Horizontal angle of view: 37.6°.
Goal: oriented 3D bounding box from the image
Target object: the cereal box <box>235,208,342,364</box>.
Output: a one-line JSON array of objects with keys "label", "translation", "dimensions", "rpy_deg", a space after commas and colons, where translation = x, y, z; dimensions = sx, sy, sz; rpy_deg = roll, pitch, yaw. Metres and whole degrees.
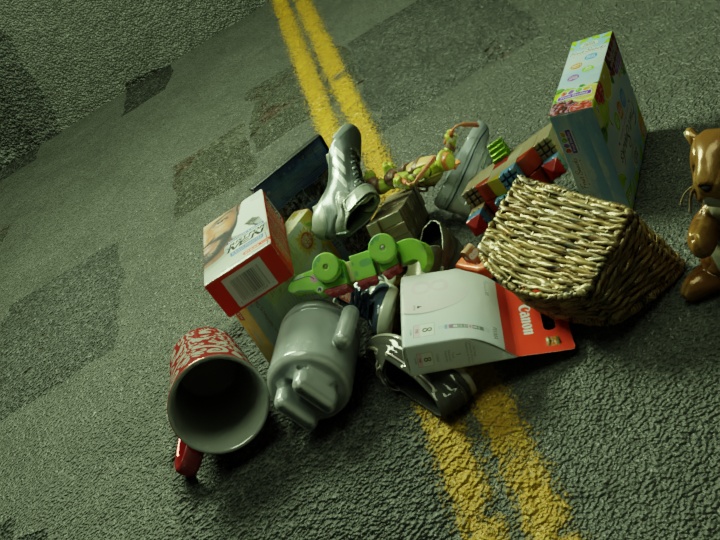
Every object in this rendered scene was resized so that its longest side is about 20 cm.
[{"label": "cereal box", "translation": [-0.100, 0.028, 1.551], "dimensions": [0.039, 0.145, 0.201], "rpy_deg": [-5, 37, 43]}]

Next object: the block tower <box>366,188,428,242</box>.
[{"label": "block tower", "translation": [0.060, -0.077, 1.592], "dimensions": [0.057, 0.055, 0.200], "rpy_deg": [-24, 11, 18]}]

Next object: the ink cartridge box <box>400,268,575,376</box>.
[{"label": "ink cartridge box", "translation": [0.148, 0.050, 1.288], "dimensions": [0.197, 0.058, 0.163], "rpy_deg": [-13, 28, 9]}]

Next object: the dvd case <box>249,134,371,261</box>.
[{"label": "dvd case", "translation": [-0.068, -0.088, 1.640], "dimensions": [0.142, 0.201, 0.017], "rpy_deg": [-40, 26, -18]}]

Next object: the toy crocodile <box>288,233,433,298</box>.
[{"label": "toy crocodile", "translation": [0.000, 0.000, 1.400], "dimensions": [0.197, 0.063, 0.068], "rpy_deg": [-18, -15, 8]}]

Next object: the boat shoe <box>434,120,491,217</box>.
[{"label": "boat shoe", "translation": [0.173, -0.151, 1.642], "dimensions": [0.201, 0.066, 0.074], "rpy_deg": [-61, 0, -38]}]

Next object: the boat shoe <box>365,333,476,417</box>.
[{"label": "boat shoe", "translation": [0.058, 0.128, 1.307], "dimensions": [0.057, 0.067, 0.199], "rpy_deg": [-40, 31, -24]}]

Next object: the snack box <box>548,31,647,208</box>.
[{"label": "snack box", "translation": [0.327, -0.198, 1.435], "dimensions": [0.067, 0.170, 0.201], "rpy_deg": [-10, 34, 31]}]

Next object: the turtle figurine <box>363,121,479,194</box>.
[{"label": "turtle figurine", "translation": [0.093, -0.155, 1.593], "dimensions": [0.160, 0.065, 0.200], "rpy_deg": [-12, 25, 44]}]

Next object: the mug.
[{"label": "mug", "translation": [-0.221, 0.168, 1.458], "dimensions": [0.177, 0.134, 0.200], "rpy_deg": [-41, 18, -2]}]

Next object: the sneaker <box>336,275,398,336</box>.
[{"label": "sneaker", "translation": [0.006, 0.040, 1.453], "dimensions": [0.083, 0.076, 0.200], "rpy_deg": [8, 16, -2]}]

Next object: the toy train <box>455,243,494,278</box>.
[{"label": "toy train", "translation": [0.215, -0.055, 1.446], "dimensions": [0.200, 0.056, 0.150], "rpy_deg": [-44, 30, -19]}]

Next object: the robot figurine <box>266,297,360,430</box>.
[{"label": "robot figurine", "translation": [-0.060, 0.116, 1.399], "dimensions": [0.169, 0.113, 0.201], "rpy_deg": [-41, 21, 28]}]

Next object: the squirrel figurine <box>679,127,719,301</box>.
[{"label": "squirrel figurine", "translation": [0.418, -0.089, 1.142], "dimensions": [0.141, 0.188, 0.200], "rpy_deg": [6, 46, 51]}]

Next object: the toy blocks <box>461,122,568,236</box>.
[{"label": "toy blocks", "translation": [0.214, -0.126, 1.461], "dimensions": [0.199, 0.100, 0.137], "rpy_deg": [-34, 10, 26]}]

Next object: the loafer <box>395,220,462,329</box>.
[{"label": "loafer", "translation": [0.086, 0.004, 1.472], "dimensions": [0.074, 0.070, 0.201], "rpy_deg": [-16, 32, 29]}]

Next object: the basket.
[{"label": "basket", "translation": [0.259, -0.005, 1.268], "dimensions": [0.199, 0.148, 0.144], "rpy_deg": [25, 84, 50]}]

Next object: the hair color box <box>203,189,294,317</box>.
[{"label": "hair color box", "translation": [-0.161, -0.028, 1.482], "dimensions": [0.110, 0.064, 0.200], "rpy_deg": [-33, 24, 6]}]

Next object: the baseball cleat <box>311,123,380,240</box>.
[{"label": "baseball cleat", "translation": [-0.009, -0.132, 1.574], "dimensions": [0.105, 0.070, 0.203], "rpy_deg": [-2, 63, 33]}]
